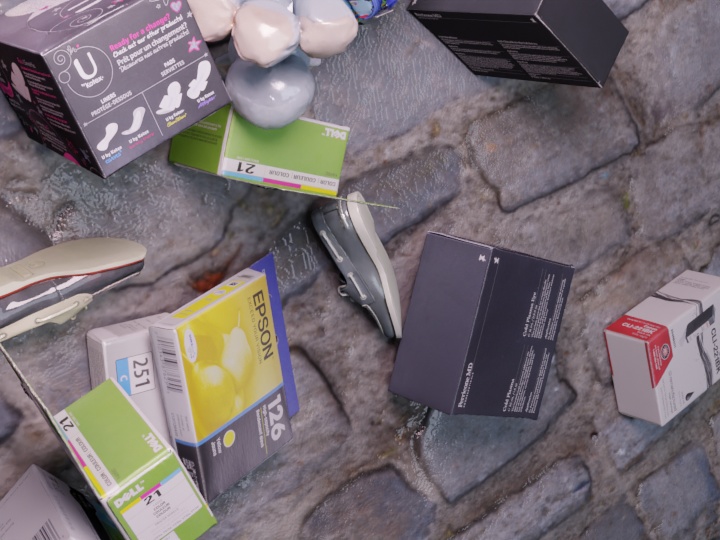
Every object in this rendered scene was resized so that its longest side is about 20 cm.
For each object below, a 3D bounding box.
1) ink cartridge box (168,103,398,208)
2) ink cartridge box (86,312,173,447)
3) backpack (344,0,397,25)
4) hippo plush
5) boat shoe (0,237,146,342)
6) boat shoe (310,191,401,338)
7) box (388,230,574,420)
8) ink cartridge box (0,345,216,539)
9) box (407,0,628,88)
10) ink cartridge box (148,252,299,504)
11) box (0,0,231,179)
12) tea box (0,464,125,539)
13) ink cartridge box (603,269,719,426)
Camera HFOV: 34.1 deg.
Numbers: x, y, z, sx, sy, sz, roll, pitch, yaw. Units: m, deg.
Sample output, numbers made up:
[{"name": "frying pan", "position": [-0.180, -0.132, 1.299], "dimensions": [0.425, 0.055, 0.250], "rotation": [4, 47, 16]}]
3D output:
[{"name": "ink cartridge box", "position": [-0.069, -0.115, 1.139], "dimensions": [0.147, 0.200, 0.076], "rotation": [8, 96, -41]}, {"name": "ink cartridge box", "position": [-0.186, 0.142, 1.210], "dimensions": [0.176, 0.045, 0.201], "rotation": [-14, 110, -35]}, {"name": "backpack", "position": [-0.047, -0.312, 1.156], "dimensions": [0.200, 0.134, 0.183], "rotation": [-43, 123, -20]}, {"name": "hippo plush", "position": [-0.098, -0.219, 1.047], "dimensions": [0.158, 0.161, 0.201], "rotation": [2, 55, -16]}, {"name": "boat shoe", "position": [-0.288, 0.021, 1.078], "dimensions": [0.199, 0.071, 0.063], "rotation": [-20, 119, -33]}, {"name": "boat shoe", "position": [0.000, 0.000, 1.332], "dimensions": [0.061, 0.073, 0.201], "rotation": [-14, 127, 10]}, {"name": "box", "position": [0.148, 0.069, 1.417], "dimensions": [0.182, 0.104, 0.201], "rotation": [12, 93, -49]}, {"name": "ink cartridge box", "position": [-0.224, 0.145, 1.037], "dimensions": [0.076, 0.148, 0.201], "rotation": [-34, 126, -17]}, {"name": "box", "position": [0.172, -0.277, 1.299], "dimensions": [0.141, 0.200, 0.079], "rotation": [32, 81, -41]}, {"name": "ink cartridge box", "position": [-0.123, 0.108, 1.218], "dimensions": [0.200, 0.047, 0.199], "rotation": [-33, 122, -46]}, {"name": "box", "position": [-0.222, -0.176, 0.990], "dimensions": [0.132, 0.200, 0.115], "rotation": [-35, 122, -20]}, {"name": "tea box", "position": [-0.284, 0.329, 1.094], "dimensions": [0.200, 0.134, 0.197], "rotation": [-50, 128, -4]}, {"name": "ink cartridge box", "position": [0.458, 0.109, 1.709], "dimensions": [0.200, 0.084, 0.145], "rotation": [-31, 118, -31]}]
